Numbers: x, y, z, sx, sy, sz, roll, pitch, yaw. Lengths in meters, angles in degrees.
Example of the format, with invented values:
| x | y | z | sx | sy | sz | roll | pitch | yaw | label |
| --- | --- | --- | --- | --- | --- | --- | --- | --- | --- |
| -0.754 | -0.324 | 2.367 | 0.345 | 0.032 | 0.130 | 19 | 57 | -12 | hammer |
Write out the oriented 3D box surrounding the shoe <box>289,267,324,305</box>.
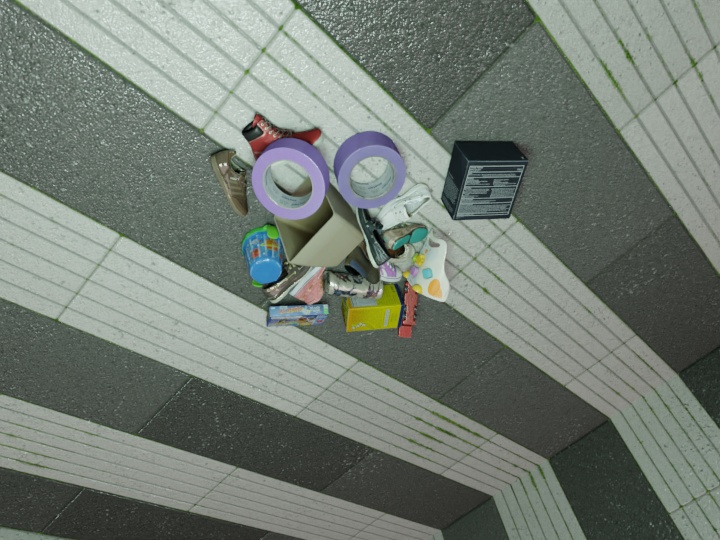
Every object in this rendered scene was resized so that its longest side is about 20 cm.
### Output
| x | y | z | sx | sy | sz | roll | pitch | yaw | label |
| --- | --- | --- | --- | --- | --- | --- | --- | --- | --- |
| -0.142 | 0.030 | 1.791 | 0.090 | 0.072 | 0.200 | 33 | 121 | -20 | shoe |

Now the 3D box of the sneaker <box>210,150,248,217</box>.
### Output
| x | y | z | sx | sy | sz | roll | pitch | yaw | label |
| --- | --- | --- | --- | --- | --- | --- | --- | --- | --- |
| -0.338 | -0.235 | 1.522 | 0.074 | 0.071 | 0.202 | -20 | 132 | 1 | sneaker |

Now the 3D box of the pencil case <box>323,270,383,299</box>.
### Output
| x | y | z | sx | sy | sz | roll | pitch | yaw | label |
| --- | --- | --- | --- | --- | --- | --- | --- | --- | --- |
| -0.026 | 0.045 | 1.830 | 0.195 | 0.091 | 0.079 | 5 | 138 | -13 | pencil case |

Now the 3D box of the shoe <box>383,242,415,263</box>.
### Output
| x | y | z | sx | sy | sz | roll | pitch | yaw | label |
| --- | --- | --- | --- | --- | --- | --- | --- | --- | --- |
| 0.112 | -0.055 | 1.765 | 0.197 | 0.053 | 0.072 | -2 | 101 | -43 | shoe |

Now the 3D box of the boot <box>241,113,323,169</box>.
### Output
| x | y | z | sx | sy | sz | roll | pitch | yaw | label |
| --- | --- | --- | --- | --- | --- | --- | --- | --- | --- |
| -0.205 | -0.359 | 1.457 | 0.196 | 0.073 | 0.146 | -20 | 130 | 7 | boot |

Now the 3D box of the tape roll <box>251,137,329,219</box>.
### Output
| x | y | z | sx | sy | sz | roll | pitch | yaw | label |
| --- | --- | --- | --- | --- | --- | --- | --- | --- | --- |
| -0.182 | -0.238 | 1.453 | 0.195 | 0.066 | 0.204 | 5 | 124 | 7 | tape roll |

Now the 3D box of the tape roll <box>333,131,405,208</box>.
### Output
| x | y | z | sx | sy | sz | roll | pitch | yaw | label |
| --- | --- | --- | --- | --- | --- | --- | --- | --- | --- |
| 0.025 | -0.283 | 1.573 | 0.195 | 0.086 | 0.203 | -8 | 131 | -9 | tape roll |

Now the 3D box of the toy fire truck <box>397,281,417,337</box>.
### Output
| x | y | z | sx | sy | sz | roll | pitch | yaw | label |
| --- | --- | --- | --- | --- | --- | --- | --- | --- | --- |
| 0.167 | 0.138 | 1.954 | 0.047 | 0.141 | 0.205 | 4 | 90 | -3 | toy fire truck |

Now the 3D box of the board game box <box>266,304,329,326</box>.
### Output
| x | y | z | sx | sy | sz | roll | pitch | yaw | label |
| --- | --- | --- | --- | --- | --- | --- | --- | --- | --- |
| -0.213 | 0.152 | 1.864 | 0.195 | 0.035 | 0.136 | -1 | 160 | -16 | board game box |

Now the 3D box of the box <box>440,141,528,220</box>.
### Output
| x | y | z | sx | sy | sz | roll | pitch | yaw | label |
| --- | --- | --- | --- | --- | --- | --- | --- | --- | --- |
| 0.365 | -0.268 | 1.653 | 0.195 | 0.125 | 0.201 | -3 | 131 | -15 | box |

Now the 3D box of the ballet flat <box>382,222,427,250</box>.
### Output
| x | y | z | sx | sy | sz | roll | pitch | yaw | label |
| --- | --- | --- | --- | --- | --- | --- | --- | --- | --- |
| 0.140 | -0.119 | 1.743 | 0.198 | 0.067 | 0.069 | -18 | 142 | -50 | ballet flat |

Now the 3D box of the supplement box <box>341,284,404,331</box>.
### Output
| x | y | z | sx | sy | sz | roll | pitch | yaw | label |
| --- | --- | --- | --- | --- | --- | --- | --- | --- | --- |
| 0.040 | 0.128 | 1.907 | 0.195 | 0.110 | 0.111 | -3 | 130 | -12 | supplement box |

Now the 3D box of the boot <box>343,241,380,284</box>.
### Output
| x | y | z | sx | sy | sz | roll | pitch | yaw | label |
| --- | --- | --- | --- | --- | --- | --- | --- | --- | --- |
| 0.000 | 0.000 | 1.709 | 0.073 | 0.098 | 0.201 | 0 | 140 | 31 | boot |

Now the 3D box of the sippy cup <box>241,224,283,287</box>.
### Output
| x | y | z | sx | sy | sz | roll | pitch | yaw | label |
| --- | --- | --- | --- | --- | --- | --- | --- | --- | --- |
| -0.287 | -0.036 | 1.664 | 0.137 | 0.132 | 0.180 | -18 | 133 | 1 | sippy cup |

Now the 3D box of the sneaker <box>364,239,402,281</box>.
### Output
| x | y | z | sx | sy | sz | roll | pitch | yaw | label |
| --- | --- | --- | --- | --- | --- | --- | --- | --- | --- |
| 0.073 | -0.037 | 1.804 | 0.197 | 0.073 | 0.115 | 19 | 119 | -28 | sneaker |

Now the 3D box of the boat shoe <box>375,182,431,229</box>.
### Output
| x | y | z | sx | sy | sz | roll | pitch | yaw | label |
| --- | --- | --- | --- | --- | --- | --- | --- | --- | --- |
| 0.131 | -0.184 | 1.695 | 0.199 | 0.070 | 0.071 | -38 | 131 | 18 | boat shoe |

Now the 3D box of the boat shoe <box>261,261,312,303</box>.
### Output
| x | y | z | sx | sy | sz | roll | pitch | yaw | label |
| --- | --- | --- | --- | --- | --- | --- | --- | --- | --- |
| -0.223 | 0.010 | 1.729 | 0.200 | 0.072 | 0.060 | -45 | 130 | -8 | boat shoe |

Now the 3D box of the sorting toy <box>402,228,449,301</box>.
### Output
| x | y | z | sx | sy | sz | roll | pitch | yaw | label |
| --- | --- | --- | --- | --- | --- | --- | --- | --- | --- |
| 0.222 | -0.032 | 1.782 | 0.105 | 0.201 | 0.184 | 10 | 111 | -20 | sorting toy |

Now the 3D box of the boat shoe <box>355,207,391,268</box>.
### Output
| x | y | z | sx | sy | sz | roll | pitch | yaw | label |
| --- | --- | --- | --- | --- | --- | --- | --- | --- | --- |
| 0.042 | -0.114 | 1.660 | 0.065 | 0.204 | 0.074 | -20 | 167 | 23 | boat shoe |

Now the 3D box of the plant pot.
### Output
| x | y | z | sx | sy | sz | roll | pitch | yaw | label |
| --- | --- | --- | --- | --- | --- | --- | --- | --- | --- |
| -0.106 | -0.126 | 1.607 | 0.200 | 0.202 | 0.175 | -43 | 137 | 22 | plant pot |
